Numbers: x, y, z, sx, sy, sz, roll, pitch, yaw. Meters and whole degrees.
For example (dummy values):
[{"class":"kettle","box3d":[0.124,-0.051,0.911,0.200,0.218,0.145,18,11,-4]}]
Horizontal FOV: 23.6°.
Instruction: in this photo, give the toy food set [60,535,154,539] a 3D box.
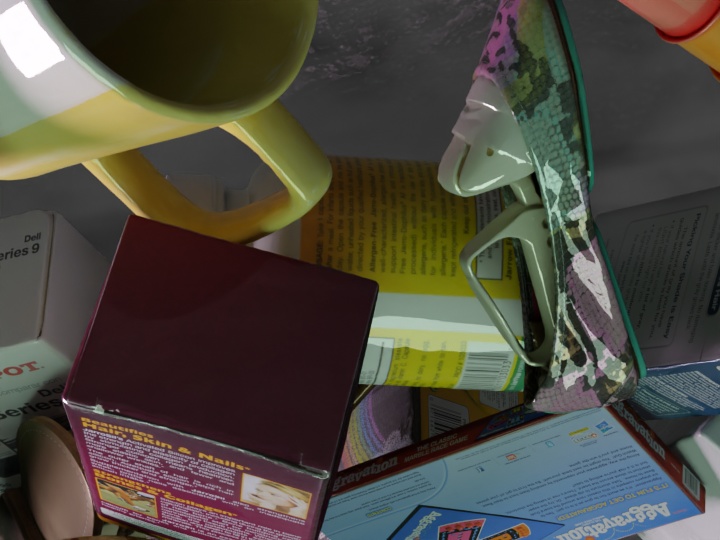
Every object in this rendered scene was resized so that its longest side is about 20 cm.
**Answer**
[{"class":"toy food set","box3d":[-0.131,0.180,0.919,0.199,0.049,0.197,8,158,-44]}]

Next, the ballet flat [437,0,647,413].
[{"class":"ballet flat","box3d":[0.075,-0.026,0.770,0.071,0.069,0.202,-18,107,-10]}]

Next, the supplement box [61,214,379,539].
[{"class":"supplement box","box3d":[-0.060,0.063,0.763,0.109,0.086,0.200,16,158,1]}]

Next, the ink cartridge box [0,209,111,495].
[{"class":"ink cartridge box","box3d":[-0.186,0.062,0.981,0.145,0.085,0.200,-13,146,20]}]

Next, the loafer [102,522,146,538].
[{"class":"loafer","box3d":[-0.141,0.160,1.100,0.198,0.076,0.069,-18,124,-13]}]

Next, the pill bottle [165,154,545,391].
[{"class":"pill bottle","box3d":[0.000,0.000,0.859,0.198,0.114,0.113,3,148,-6]}]

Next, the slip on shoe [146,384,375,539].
[{"class":"slip on shoe","box3d":[-0.044,0.091,0.956,0.201,0.060,0.076,-53,161,5]}]

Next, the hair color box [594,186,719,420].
[{"class":"hair color box","box3d":[0.186,0.013,0.835,0.060,0.101,0.199,29,158,-26]}]

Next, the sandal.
[{"class":"sandal","box3d":[-0.148,0.119,0.951,0.069,0.078,0.212,-22,166,-28]}]

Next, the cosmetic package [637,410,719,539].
[{"class":"cosmetic package","box3d":[0.209,0.095,0.962,0.071,0.101,0.200,43,164,4]}]

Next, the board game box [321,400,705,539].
[{"class":"board game box","box3d":[0.072,0.122,0.922,0.199,0.020,0.103,-24,125,32]}]

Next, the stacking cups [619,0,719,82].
[{"class":"stacking cups","box3d":[0.187,-0.092,0.763,0.199,0.061,0.060,23,141,-33]}]

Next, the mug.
[{"class":"mug","box3d":[-0.114,-0.089,0.671,0.152,0.188,0.149,-21,177,43]}]

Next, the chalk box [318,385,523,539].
[{"class":"chalk box","box3d":[0.027,0.152,1.093,0.123,0.125,0.200,19,144,-28]}]
